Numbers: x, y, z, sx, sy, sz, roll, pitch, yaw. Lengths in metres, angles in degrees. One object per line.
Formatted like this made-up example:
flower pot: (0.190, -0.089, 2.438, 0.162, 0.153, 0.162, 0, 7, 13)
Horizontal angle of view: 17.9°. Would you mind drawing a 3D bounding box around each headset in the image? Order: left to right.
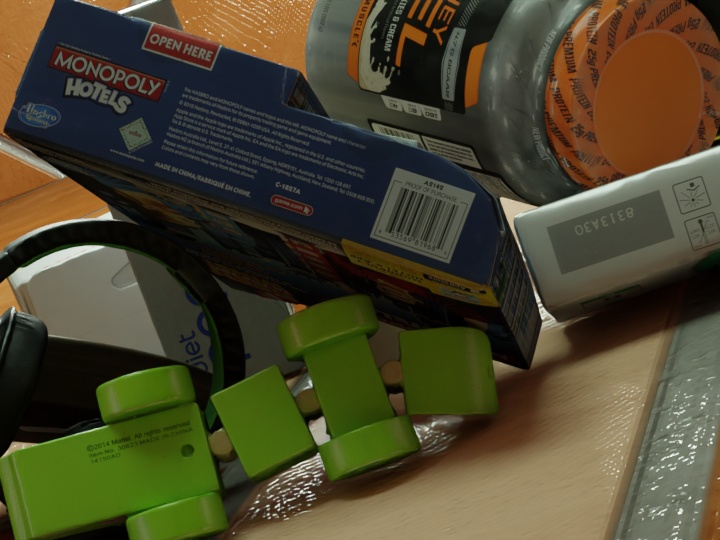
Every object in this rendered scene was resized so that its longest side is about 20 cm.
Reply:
headset: (-0.140, 0.066, 0.948, 0.200, 0.124, 0.094, -43, 11, -9)

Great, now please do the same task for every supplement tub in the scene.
supplement tub: (0.074, -0.097, 1.105, 0.122, 0.123, 0.200, -26, 26, -30)

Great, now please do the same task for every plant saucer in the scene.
plant saucer: (-0.163, 0.056, 1.056, 0.200, 0.030, 0.200, 4, -12, 1)

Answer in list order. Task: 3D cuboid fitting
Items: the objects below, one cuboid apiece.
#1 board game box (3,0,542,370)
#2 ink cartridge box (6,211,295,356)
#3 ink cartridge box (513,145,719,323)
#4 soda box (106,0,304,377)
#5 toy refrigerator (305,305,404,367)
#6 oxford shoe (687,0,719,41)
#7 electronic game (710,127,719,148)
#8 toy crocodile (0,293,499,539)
board game box: (-0.019, -0.026, 0.940, 0.200, 0.062, 0.200, 19, -9, 13)
ink cartridge box: (-0.131, 0.010, 1.367, 0.145, 0.084, 0.200, -23, 8, -8)
ink cartridge box: (0.160, -0.018, 1.027, 0.161, 0.050, 0.200, -19, -11, 8)
soda box: (-0.093, -0.035, 1.158, 0.068, 0.200, 0.063, -20, 8, -4)
toy refrigerator: (0.000, 0.000, 1.139, 0.070, 0.076, 0.200, -21, 9, 1)
oxford shoe: (0.211, -0.118, 1.039, 0.071, 0.200, 0.071, -47, -26, -3)
electronic game: (0.197, -0.071, 1.177, 0.200, 0.042, 0.200, -19, 5, 2)
toy crocodile: (-0.042, 0.062, 0.888, 0.200, 0.068, 0.062, -20, -11, -3)
